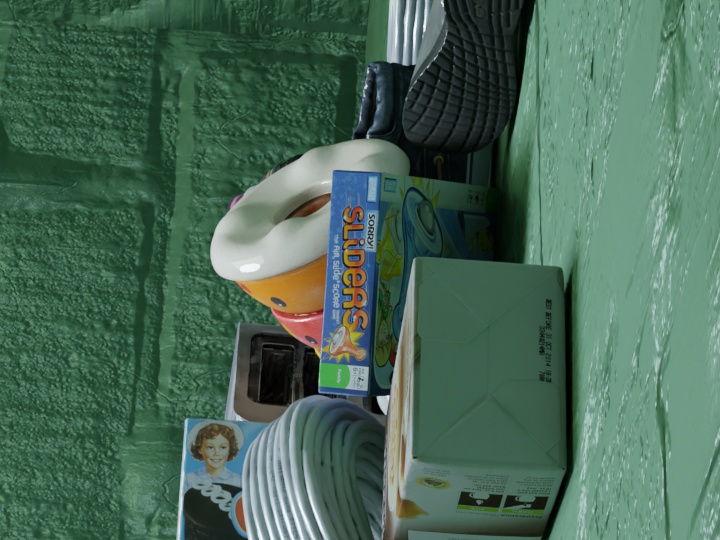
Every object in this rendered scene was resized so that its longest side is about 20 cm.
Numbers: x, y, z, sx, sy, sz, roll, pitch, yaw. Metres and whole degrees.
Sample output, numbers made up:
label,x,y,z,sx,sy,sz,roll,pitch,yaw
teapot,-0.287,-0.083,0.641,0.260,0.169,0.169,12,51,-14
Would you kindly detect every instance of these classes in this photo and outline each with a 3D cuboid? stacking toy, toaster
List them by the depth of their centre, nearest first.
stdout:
label,x,y,z,sx,sy,sz,roll,pitch,yaw
stacking toy,0.005,0.026,1.639,0.200,0.146,0.146,60,-168,-22
toaster,-0.013,0.127,1.770,0.200,0.180,0.119,-89,5,-62

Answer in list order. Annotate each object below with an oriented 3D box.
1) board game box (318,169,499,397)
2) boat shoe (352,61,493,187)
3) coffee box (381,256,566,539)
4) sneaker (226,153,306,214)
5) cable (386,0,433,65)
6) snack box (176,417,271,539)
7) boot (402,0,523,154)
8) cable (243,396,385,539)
label,x,y,z,sx,sy,sz,roll,pitch,yaw
board game box,0.033,0.009,1.549,0.200,0.034,0.136,1,-87,-66
boat shoe,0.038,-0.044,1.690,0.071,0.091,0.201,171,103,-74
coffee box,0.057,0.089,1.292,0.200,0.080,0.115,97,176,-62
sneaker,0.000,0.000,1.726,0.086,0.200,0.080,-47,5,34
cable,0.057,-0.202,1.876,0.200,0.069,0.200,96,176,-55
snack box,-0.020,0.161,1.626,0.037,0.200,0.116,117,156,-81
boot,0.078,-0.177,1.567,0.200,0.068,0.131,104,177,-50
cable,0.000,0.171,1.497,0.200,0.069,0.200,46,-157,-39
